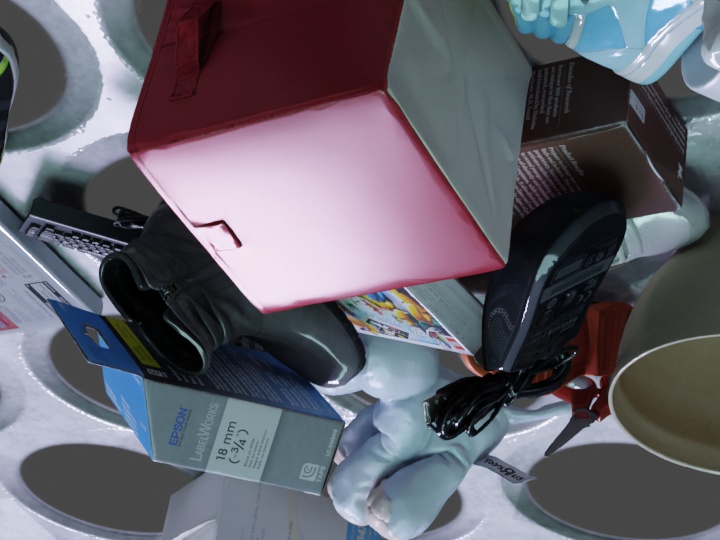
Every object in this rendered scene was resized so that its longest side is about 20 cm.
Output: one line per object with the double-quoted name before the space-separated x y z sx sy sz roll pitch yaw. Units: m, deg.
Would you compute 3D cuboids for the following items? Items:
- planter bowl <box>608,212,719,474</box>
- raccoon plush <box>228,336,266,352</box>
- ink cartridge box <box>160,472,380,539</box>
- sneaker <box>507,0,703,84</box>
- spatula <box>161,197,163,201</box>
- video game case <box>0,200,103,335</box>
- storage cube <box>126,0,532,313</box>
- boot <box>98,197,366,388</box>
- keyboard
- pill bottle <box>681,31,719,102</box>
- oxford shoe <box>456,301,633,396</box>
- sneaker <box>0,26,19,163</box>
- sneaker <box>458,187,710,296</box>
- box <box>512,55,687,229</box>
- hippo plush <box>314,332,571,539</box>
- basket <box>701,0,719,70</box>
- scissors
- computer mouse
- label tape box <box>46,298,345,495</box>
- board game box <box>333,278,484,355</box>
"planter bowl" 0.282 0.042 1.476 0.198 0.136 0.201 8 148 5
"raccoon plush" -0.089 0.068 1.632 0.133 0.098 0.200 8 165 -7
"ink cartridge box" -0.100 0.273 1.941 0.199 0.126 0.128 26 144 -23
"sneaker" 0.150 -0.188 1.211 0.130 0.080 0.200 15 146 -11
"spatula" -0.135 -0.069 1.518 0.056 0.021 0.200 11 153 -2
"video game case" -0.335 -0.007 1.673 0.181 0.023 0.200 -9 144 26
"storage cube" -0.013 -0.102 1.290 0.178 0.172 0.200 -11 138 26
"boot" -0.094 0.040 1.475 0.200 0.132 0.070 39 124 -6
"keyboard" -0.159 -0.016 1.584 0.198 0.021 0.127 16 160 -14
"pill bottle" 0.302 -0.119 1.243 0.199 0.115 0.114 19 146 -15
"oxford shoe" 0.126 0.053 1.538 0.072 0.072 0.199 8 -177 41
"sneaker" -0.281 -0.101 1.456 0.071 0.083 0.201 9 147 1
"sneaker" 0.149 -0.013 1.461 0.198 0.100 0.075 -6 139 22
"box" 0.111 -0.079 1.396 0.199 0.075 0.100 -8 143 29
"hippo plush" 0.025 0.107 1.623 0.199 0.160 0.161 4 141 46
"basket" 0.278 -0.214 1.033 0.160 0.201 0.198 12 148 -14
"scissors" 0.168 0.104 1.486 0.072 0.200 0.014 6 103 5
"computer mouse" 0.112 0.018 1.383 0.138 0.053 0.201 -20 144 -41
"label tape box" -0.129 0.092 1.498 0.199 0.064 0.144 15 -169 -24
"board game box" 0.000 0.000 1.480 0.126 0.035 0.200 45 163 -23
